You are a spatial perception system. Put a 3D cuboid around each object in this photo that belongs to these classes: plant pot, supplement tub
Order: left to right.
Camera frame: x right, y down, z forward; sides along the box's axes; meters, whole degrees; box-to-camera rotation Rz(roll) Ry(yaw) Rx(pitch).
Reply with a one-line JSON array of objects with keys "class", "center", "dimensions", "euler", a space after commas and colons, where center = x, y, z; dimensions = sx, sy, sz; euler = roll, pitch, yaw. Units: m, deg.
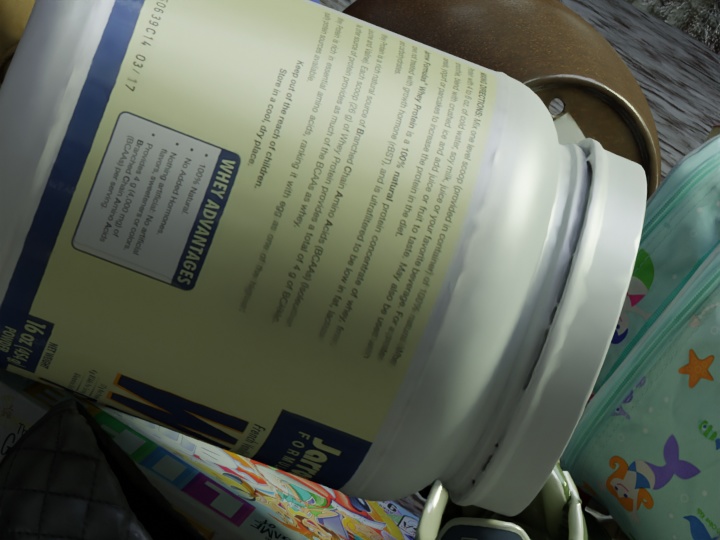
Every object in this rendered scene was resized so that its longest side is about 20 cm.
[{"class": "supplement tub", "center": [-0.023, -0.012, 0.919], "dimensions": [0.200, 0.145, 0.145], "euler": [20, 13, -6]}, {"class": "plant pot", "center": [0.069, -0.051, 1.387], "dimensions": [0.187, 0.187, 0.200], "euler": [28, 0, -13]}]

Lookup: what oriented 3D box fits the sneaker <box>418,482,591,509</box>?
[{"class": "sneaker", "center": [0.031, 0.026, 1.146], "dimensions": [0.077, 0.085, 0.200], "euler": [-8, -52, 43]}]

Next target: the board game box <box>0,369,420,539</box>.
[{"class": "board game box", "center": [-0.070, 0.070, 1.021], "dimensions": [0.200, 0.034, 0.134], "euler": [32, 12, 3]}]

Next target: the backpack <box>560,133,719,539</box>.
[{"class": "backpack", "center": [0.161, 0.034, 1.103], "dimensions": [0.151, 0.178, 0.200], "euler": [44, 20, 14]}]

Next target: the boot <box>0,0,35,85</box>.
[{"class": "boot", "center": [-0.123, -0.065, 1.150], "dimensions": [0.175, 0.066, 0.200], "euler": [40, 23, -46]}]

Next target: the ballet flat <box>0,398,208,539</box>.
[{"class": "ballet flat", "center": [-0.028, 0.113, 0.899], "dimensions": [0.200, 0.057, 0.066], "euler": [31, 14, -2]}]

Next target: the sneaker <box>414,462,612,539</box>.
[{"class": "sneaker", "center": [0.059, 0.098, 1.023], "dimensions": [0.067, 0.090, 0.200], "euler": [4, 15, 12]}]

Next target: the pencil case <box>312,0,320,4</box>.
[{"class": "pencil case", "center": [-0.062, -0.105, 1.252], "dimensions": [0.078, 0.087, 0.200], "euler": [38, 14, -35]}]

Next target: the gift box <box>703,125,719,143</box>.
[{"class": "gift box", "center": [0.198, 0.042, 1.357], "dimensions": [0.200, 0.187, 0.185], "euler": [31, -8, -11]}]

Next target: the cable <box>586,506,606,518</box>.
[{"class": "cable", "center": [0.026, 0.067, 1.306], "dimensions": [0.200, 0.050, 0.097], "euler": [24, 25, 28]}]

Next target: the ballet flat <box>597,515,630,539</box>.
[{"class": "ballet flat", "center": [0.116, 0.128, 1.192], "dimensions": [0.067, 0.067, 0.200], "euler": [12, 9, 15]}]
